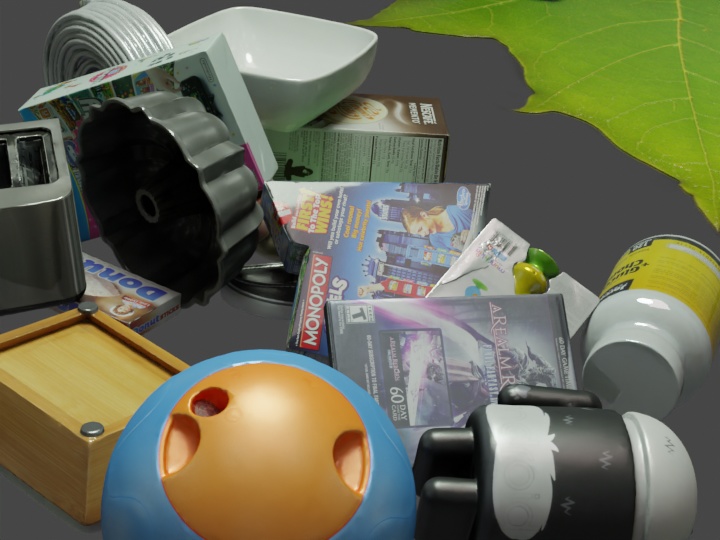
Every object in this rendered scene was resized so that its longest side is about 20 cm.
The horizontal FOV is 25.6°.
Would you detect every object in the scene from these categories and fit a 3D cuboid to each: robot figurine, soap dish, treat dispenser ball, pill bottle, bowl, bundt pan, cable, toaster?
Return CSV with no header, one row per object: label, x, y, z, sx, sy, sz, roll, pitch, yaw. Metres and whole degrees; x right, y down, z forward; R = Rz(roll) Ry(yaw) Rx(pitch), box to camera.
robot figurine,0.137,0.159,1.127,0.200,0.151,0.125,3,-1,-6
soap dish,-0.206,0.105,1.199,0.200,0.081,0.157,27,33,37
treat dispenser ball,-0.064,0.151,1.008,0.200,0.201,0.201,5,27,-3
pill bottle,0.252,0.054,1.368,0.112,0.112,0.200,14,27,15
bowl,-0.096,-0.208,1.664,0.200,0.075,0.200,13,29,23
bundt pan,-0.163,-0.072,1.411,0.202,0.202,0.076,27,43,35
cable,-0.245,-0.177,1.616,0.069,0.200,0.200,-22,19,-36
toaster,-0.338,-0.041,1.376,0.180,0.119,0.200,-8,35,-11

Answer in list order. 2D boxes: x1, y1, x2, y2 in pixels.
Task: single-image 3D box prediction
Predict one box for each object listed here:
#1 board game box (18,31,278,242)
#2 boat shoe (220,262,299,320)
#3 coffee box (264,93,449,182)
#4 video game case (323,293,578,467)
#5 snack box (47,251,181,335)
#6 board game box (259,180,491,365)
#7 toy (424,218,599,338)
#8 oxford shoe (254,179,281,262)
board game box,-0.199,-0.125,1.504,0.200,0.148,0.064,-15,23,18
boat shoe,-0.027,0.007,1.448,0.200,0.066,0.070,7,26,1
coffee box,-0.011,-0.137,1.705,0.200,0.080,0.114,2,27,-5
video game case,0.076,0.089,1.261,0.200,0.019,0.143,-2,69,-12
snack box,-0.262,0.011,1.433,0.200,0.024,0.072,21,32,27
board game box,0.000,0.000,1.388,0.199,0.062,0.200,13,63,-2
toy,0.096,0.063,1.313,0.115,0.047,0.200,38,66,7
oxford shoe,-0.098,-0.052,1.559,0.074,0.071,0.200,43,9,-22
